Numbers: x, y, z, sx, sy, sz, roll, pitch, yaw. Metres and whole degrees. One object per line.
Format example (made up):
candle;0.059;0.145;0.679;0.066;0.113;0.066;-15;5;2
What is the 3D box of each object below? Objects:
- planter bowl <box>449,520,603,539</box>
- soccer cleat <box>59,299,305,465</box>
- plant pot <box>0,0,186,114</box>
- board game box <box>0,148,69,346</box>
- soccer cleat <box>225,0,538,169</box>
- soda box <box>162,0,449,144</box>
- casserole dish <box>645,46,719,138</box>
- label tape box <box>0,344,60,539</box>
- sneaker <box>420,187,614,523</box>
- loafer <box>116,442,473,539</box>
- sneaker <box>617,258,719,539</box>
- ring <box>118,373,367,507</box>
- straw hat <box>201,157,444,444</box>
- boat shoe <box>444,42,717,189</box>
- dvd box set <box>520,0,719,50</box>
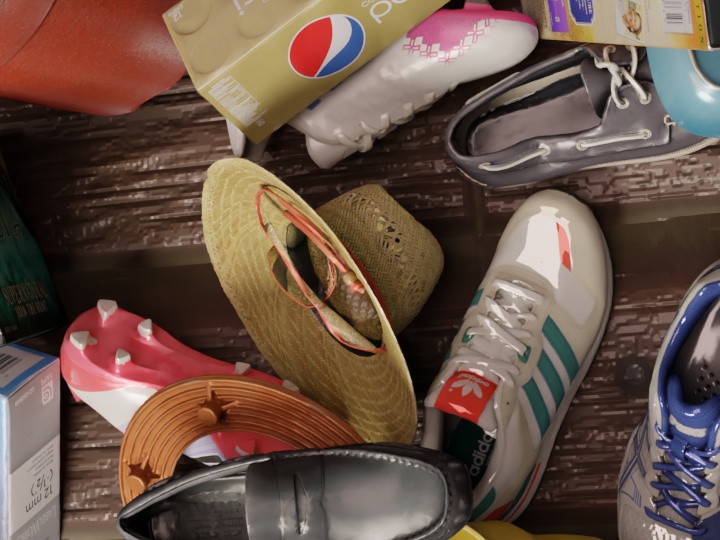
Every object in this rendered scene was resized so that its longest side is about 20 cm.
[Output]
planter bowl;0.121;0.206;1.288;0.083;0.200;0.201;-24;79;-16
soccer cleat;-0.090;0.088;1.411;0.199;0.077;0.067;28;55;15
plant pot;-0.194;-0.178;1.354;0.200;0.195;0.202;-7;77;34
board game box;-0.218;-0.022;1.376;0.028;0.200;0.136;-21;91;3
soccer cleat;0.010;-0.102;1.364;0.199;0.070;0.087;-4;80;29
soda box;-0.007;-0.162;1.314;0.200;0.064;0.068;-35;50;11
casserole dish;0.208;-0.163;1.276;0.121;0.039;0.201;-7;80;0
label tape box;-0.258;0.132;1.464;0.143;0.066;0.201;15;121;21
sneaker;0.081;0.052;1.322;0.070;0.093;0.201;21;98;20
loafer;-0.037;0.129;1.271;0.200;0.070;0.068;-9;82;28
sneaker;0.174;0.088;1.289;0.075;0.088;0.201;13;96;19
ring;-0.054;0.148;1.362;0.200;0.019;0.201;15;126;21
straw hat;0.000;0.000;1.348;0.085;0.201;0.201;-36;73;-23
boat shoe;0.138;-0.093;1.316;0.199;0.063;0.073;-18;80;19
dvd box set;0.134;-0.191;1.252;0.029;0.200;0.147;-13;101;-21
